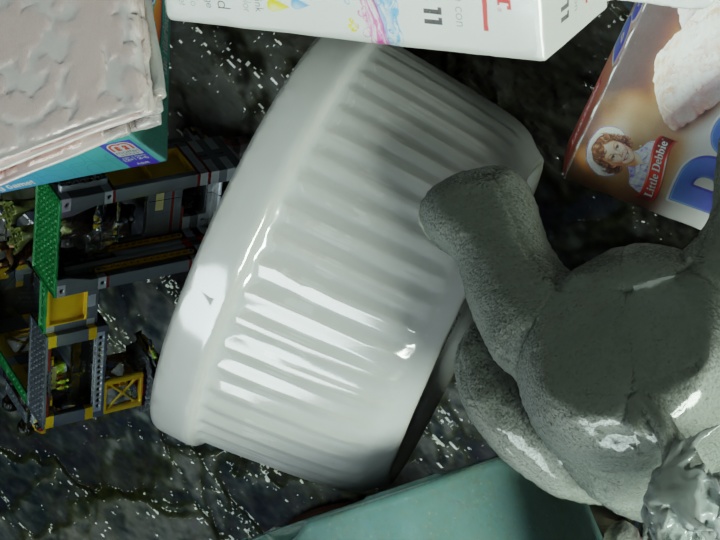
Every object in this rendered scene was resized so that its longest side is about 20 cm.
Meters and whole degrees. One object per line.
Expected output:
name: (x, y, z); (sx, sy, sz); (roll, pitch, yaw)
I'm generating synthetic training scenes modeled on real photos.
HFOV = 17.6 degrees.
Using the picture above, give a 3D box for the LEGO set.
LEGO set: (-0.125, -0.018, 1.182); (0.154, 0.116, 0.200); (42, 136, 50)

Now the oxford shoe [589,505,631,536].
oxford shoe: (0.099, 0.080, 1.077); (0.071, 0.074, 0.200); (24, 147, 19)

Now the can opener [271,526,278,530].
can opener: (0.029, 0.187, 1.168); (0.200, 0.067, 0.053); (23, 97, 20)

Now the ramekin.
ramekin: (0.000, 0.000, 1.009); (0.105, 0.200, 0.200); (25, 138, 6)

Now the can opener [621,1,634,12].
can opener: (0.103, -0.123, 0.907); (0.200, 0.067, 0.053); (49, 140, -7)

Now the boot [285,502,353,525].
boot: (-0.017, 0.196, 1.309); (0.097, 0.075, 0.200); (31, 137, -23)

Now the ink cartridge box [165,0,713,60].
ink cartridge box: (0.024, -0.145, 0.845); (0.200, 0.067, 0.117); (8, 118, 26)

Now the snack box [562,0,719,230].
snack box: (0.146, -0.107, 0.867); (0.072, 0.024, 0.200); (20, 123, -6)

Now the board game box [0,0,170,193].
board game box: (-0.180, -0.108, 1.054); (0.200, 0.152, 0.045); (-10, 157, 24)

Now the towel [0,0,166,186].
towel: (-0.178, -0.122, 1.012); (0.191, 0.200, 0.032); (-18, 156, 20)

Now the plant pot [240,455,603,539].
plant pot: (0.046, 0.184, 0.979); (0.200, 0.200, 0.196); (-25, 81, 48)

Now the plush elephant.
plush elephant: (0.128, 0.057, 0.879); (0.164, 0.200, 0.155); (-17, 141, 13)
